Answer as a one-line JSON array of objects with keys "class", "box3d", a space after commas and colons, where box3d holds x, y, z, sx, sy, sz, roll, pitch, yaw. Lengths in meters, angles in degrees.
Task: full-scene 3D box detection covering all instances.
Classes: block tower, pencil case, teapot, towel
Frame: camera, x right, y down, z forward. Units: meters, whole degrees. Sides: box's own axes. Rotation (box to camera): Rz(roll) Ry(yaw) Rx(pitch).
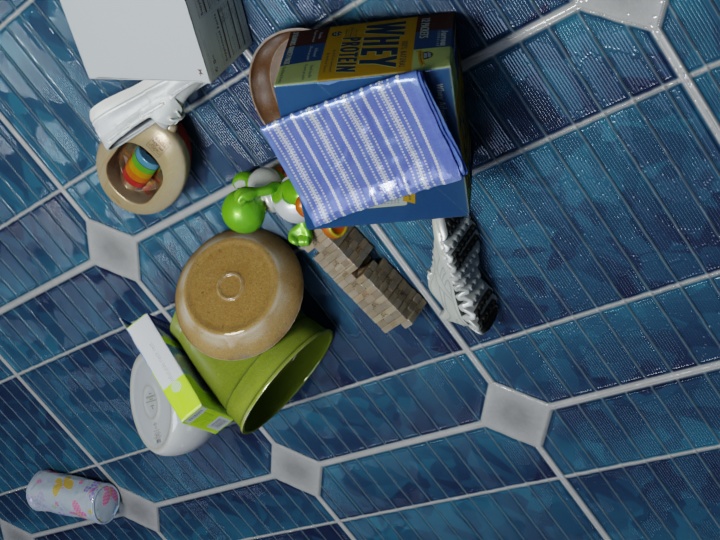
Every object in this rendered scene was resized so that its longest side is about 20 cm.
[{"class": "block tower", "box3d": [0.000, 0.000, 1.639, 0.200, 0.054, 0.058, 45, 137, -9]}, {"class": "pencil case", "box3d": [-0.587, 0.464, 2.393, 0.198, 0.083, 0.091, 3, 134, 31]}, {"class": "teapot", "box3d": [-0.281, 0.206, 1.935, 0.200, 0.145, 0.199, 43, 128, 44]}, {"class": "towel", "box3d": [0.006, -0.132, 1.306, 0.198, 0.024, 0.145, -17, 123, 19]}]

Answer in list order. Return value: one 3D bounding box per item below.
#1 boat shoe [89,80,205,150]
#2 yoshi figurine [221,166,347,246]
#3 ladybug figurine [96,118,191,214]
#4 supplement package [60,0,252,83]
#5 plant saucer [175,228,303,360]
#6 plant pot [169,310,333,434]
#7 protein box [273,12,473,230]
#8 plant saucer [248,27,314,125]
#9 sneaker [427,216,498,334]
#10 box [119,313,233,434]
[{"class": "boat shoe", "box3d": [-0.268, -0.221, 1.560, 0.198, 0.072, 0.069, -23, 88, 11]}, {"class": "yoshi figurine", "box3d": [-0.113, -0.081, 1.566, 0.199, 0.111, 0.114, 15, 114, 45]}, {"class": "ladybug figurine", "box3d": [-0.302, -0.160, 1.678, 0.136, 0.072, 0.200, 45, 137, -9]}, {"class": "supplement package", "box3d": [-0.262, -0.332, 1.475, 0.198, 0.111, 0.157, 7, 130, 27]}, {"class": "plant saucer", "box3d": [-0.181, 0.027, 1.679, 0.198, 0.202, 0.035, 15, 166, 21]}, {"class": "plant pot", "box3d": [-0.177, 0.106, 1.761, 0.193, 0.200, 0.201, 40, 138, 12]}, {"class": "protein box", "box3d": [0.023, -0.172, 1.373, 0.198, 0.136, 0.200, -5, 126, 10]}, {"class": "plant saucer", "box3d": [-0.048, -0.223, 1.491, 0.199, 0.035, 0.202, 18, 134, 20]}, {"class": "sneaker", "box3d": [0.120, -0.003, 1.553, 0.080, 0.075, 0.201, 10, 131, 37]}, {"class": "box", "box3d": [-0.277, 0.148, 1.775, 0.201, 0.048, 0.122, 55, -174, 24]}]
